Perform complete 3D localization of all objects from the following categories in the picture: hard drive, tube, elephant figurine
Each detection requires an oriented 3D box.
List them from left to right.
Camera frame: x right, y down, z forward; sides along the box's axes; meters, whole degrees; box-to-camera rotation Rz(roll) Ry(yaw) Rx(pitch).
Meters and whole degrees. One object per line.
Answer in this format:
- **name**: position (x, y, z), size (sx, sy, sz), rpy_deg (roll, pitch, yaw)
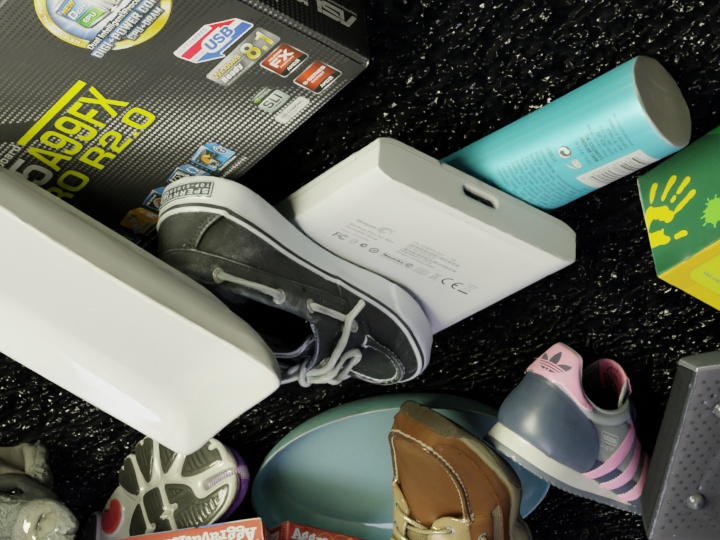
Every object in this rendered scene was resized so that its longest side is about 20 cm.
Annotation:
- **elephant figurine**: position (-0.235, 0.162, 1.095), size (0.199, 0.155, 0.142), rpy_deg (-4, 122, 12)
- **hard drive**: position (0.000, 0.000, 0.970), size (0.132, 0.026, 0.200), rpy_deg (24, 146, -30)
- **tube**: position (0.076, -0.047, 0.941), size (0.200, 0.050, 0.077), rpy_deg (-26, 133, 34)
- **hard drive**: position (0.275, 0.107, 1.126), size (0.200, 0.042, 0.135), rpy_deg (2, 115, -20)

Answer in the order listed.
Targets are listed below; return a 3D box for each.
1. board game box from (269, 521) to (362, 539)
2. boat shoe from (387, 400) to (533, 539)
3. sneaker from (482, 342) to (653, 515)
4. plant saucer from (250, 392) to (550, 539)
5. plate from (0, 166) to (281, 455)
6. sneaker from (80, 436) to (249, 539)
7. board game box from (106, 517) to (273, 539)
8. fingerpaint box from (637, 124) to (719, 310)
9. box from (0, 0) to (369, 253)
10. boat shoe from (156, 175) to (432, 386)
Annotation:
- **board game box**: position (-0.057, 0.219, 1.254), size (0.103, 0.019, 0.200), rpy_deg (19, 149, -27)
- **boat shoe**: position (0.057, 0.155, 1.117), size (0.076, 0.074, 0.200), rpy_deg (25, 158, 32)
- **sneaker**: position (0.158, 0.102, 1.135), size (0.200, 0.070, 0.082), rpy_deg (23, 97, -55)
- **plant saucer**: position (0.026, 0.134, 1.190), size (0.200, 0.027, 0.200), rpy_deg (-4, 144, -3)
- **plate**: position (-0.142, 0.014, 0.878), size (0.199, 0.032, 0.200), rpy_deg (32, 157, -8)
- **sneaker**: position (-0.120, 0.162, 1.188), size (0.083, 0.081, 0.200), rpy_deg (-3, 154, -33)
- **board game box**: position (-0.096, 0.206, 1.158), size (0.103, 0.019, 0.200), rpy_deg (-10, 153, 3)
- **fingerpaint box**: position (0.278, -0.028, 0.965), size (0.200, 0.073, 0.167), rpy_deg (25, 135, -36)
- **box**: position (-0.119, -0.090, 0.852), size (0.160, 0.044, 0.200), rpy_deg (24, 135, -35)
- **boat shoe**: position (-0.031, 0.026, 0.923), size (0.073, 0.068, 0.199), rpy_deg (-13, 147, 29)
